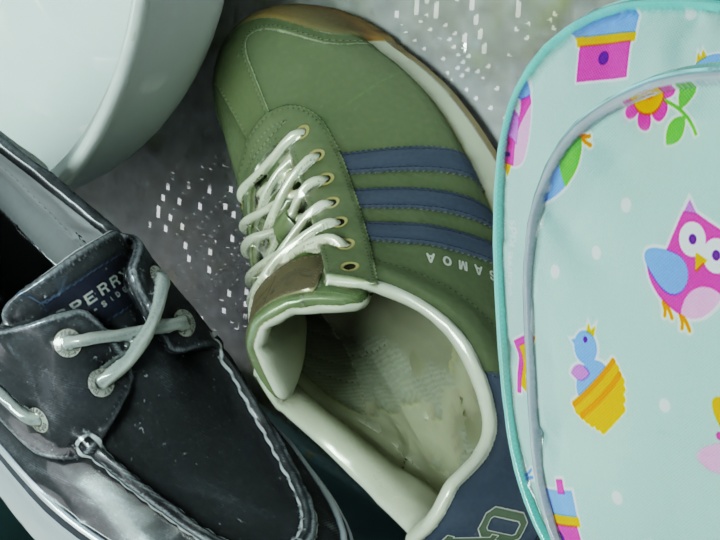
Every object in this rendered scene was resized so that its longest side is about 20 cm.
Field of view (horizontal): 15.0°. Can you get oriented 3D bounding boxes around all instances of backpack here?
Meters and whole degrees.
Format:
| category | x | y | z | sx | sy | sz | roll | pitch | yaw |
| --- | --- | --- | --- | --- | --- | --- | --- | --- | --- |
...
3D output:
| category | x | y | z | sx | sy | sz | roll | pitch | yaw |
| --- | --- | --- | --- | --- | --- | --- | --- | --- | --- |
| backpack | 0.117 | 0.014 | 0.618 | 0.199 | 0.153 | 0.177 | 6 | 105 | 50 |

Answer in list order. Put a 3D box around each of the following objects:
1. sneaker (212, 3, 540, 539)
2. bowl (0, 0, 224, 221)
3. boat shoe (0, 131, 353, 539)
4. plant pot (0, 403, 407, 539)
| category | x | y | z | sx | sy | sz | roll | pitch | yaw |
| --- | --- | --- | --- | --- | --- | --- | --- | --- | --- |
| sneaker | 0.000 | 0.000 | 0.764 | 0.201 | 0.090 | 0.067 | 53 | 128 | 25 |
| bowl | -0.102 | -0.111 | 0.849 | 0.200 | 0.090 | 0.203 | 8 | 102 | 43 |
| boat shoe | -0.076 | 0.020 | 0.749 | 0.200 | 0.072 | 0.068 | 44 | 144 | 19 |
| plant pot | -0.080 | 0.170 | 0.805 | 0.196 | 0.195 | 0.201 | 31 | 126 | 37 |
